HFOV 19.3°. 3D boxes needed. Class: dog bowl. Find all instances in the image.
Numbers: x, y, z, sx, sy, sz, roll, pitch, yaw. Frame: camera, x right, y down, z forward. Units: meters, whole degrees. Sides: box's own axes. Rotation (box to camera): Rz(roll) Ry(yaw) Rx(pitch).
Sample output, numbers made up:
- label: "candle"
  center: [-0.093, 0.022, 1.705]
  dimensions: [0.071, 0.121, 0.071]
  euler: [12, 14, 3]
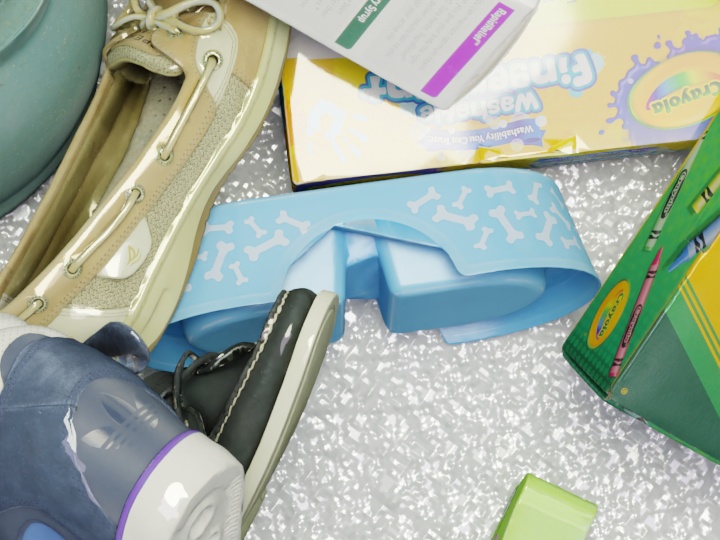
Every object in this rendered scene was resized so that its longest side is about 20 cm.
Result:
- label: "dog bowl"
  center: [0.000, 0.000, 0.898]
  dimensions: [0.200, 0.111, 0.050]
  euler: [-7, 74, -3]

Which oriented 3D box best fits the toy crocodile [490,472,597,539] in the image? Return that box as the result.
- label: "toy crocodile"
  center: [0.044, 0.184, 0.920]
  dimensions: [0.067, 0.062, 0.200]
  euler: [30, 88, -3]

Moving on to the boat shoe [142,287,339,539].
- label: "boat shoe"
  center: [-0.065, 0.069, 0.867]
  dimensions: [0.066, 0.199, 0.075]
  euler: [27, 50, 2]

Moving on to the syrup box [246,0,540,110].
- label: "syrup box"
  center: [-0.024, -0.152, 0.806]
  dimensions: [0.200, 0.081, 0.079]
  euler: [28, 53, -13]

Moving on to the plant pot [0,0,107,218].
- label: "plant pot"
  center: [-0.190, -0.116, 0.844]
  dimensions: [0.200, 0.134, 0.201]
  euler: [3, 79, -18]

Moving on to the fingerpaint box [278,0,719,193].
- label: "fingerpaint box"
  center: [0.059, -0.126, 0.916]
  dimensions: [0.200, 0.073, 0.167]
  euler: [-7, 89, -3]

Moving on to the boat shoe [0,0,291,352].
- label: "boat shoe"
  center: [-0.088, -0.059, 0.850]
  dimensions: [0.063, 0.073, 0.201]
  euler: [27, 84, -39]

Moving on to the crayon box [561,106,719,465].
- label: "crayon box"
  center: [0.189, -0.013, 0.876]
  dimensions: [0.119, 0.058, 0.200]
  euler: [29, 99, -23]

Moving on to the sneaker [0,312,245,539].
- label: "sneaker"
  center: [-0.124, 0.098, 0.828]
  dimensions: [0.146, 0.200, 0.081]
  euler: [31, 50, 16]
